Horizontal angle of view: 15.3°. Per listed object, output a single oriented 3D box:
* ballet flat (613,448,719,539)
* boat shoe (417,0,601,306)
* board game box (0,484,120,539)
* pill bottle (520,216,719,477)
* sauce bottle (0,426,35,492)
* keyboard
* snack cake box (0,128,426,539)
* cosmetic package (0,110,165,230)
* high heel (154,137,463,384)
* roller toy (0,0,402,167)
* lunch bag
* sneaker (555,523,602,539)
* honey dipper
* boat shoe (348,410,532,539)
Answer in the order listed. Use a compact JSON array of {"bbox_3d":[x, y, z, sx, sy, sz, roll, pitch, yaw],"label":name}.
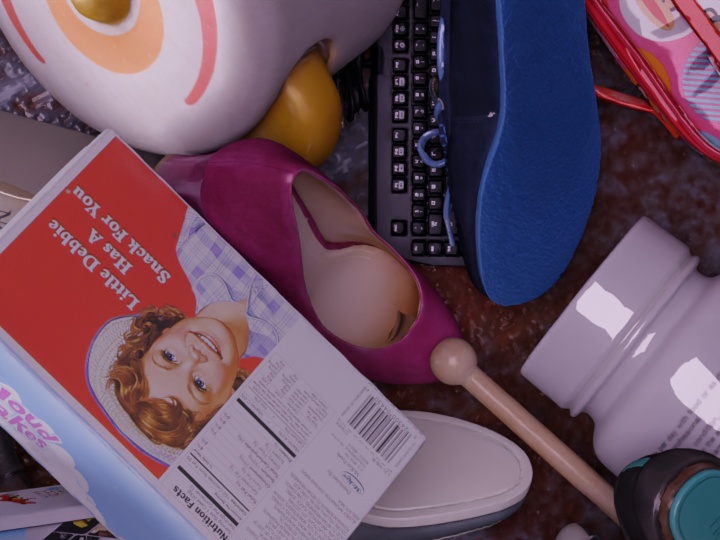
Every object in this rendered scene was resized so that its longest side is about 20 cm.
[{"bbox_3d":[0.170,0.161,1.199,0.068,0.068,0.200,-34,109,-23],"label":"ballet flat"},{"bbox_3d":[0.072,-0.085,1.265,0.084,0.069,0.200,-9,115,-32],"label":"boat shoe"},{"bbox_3d":[-0.126,0.159,1.207,0.200,0.035,0.126,-6,107,-28],"label":"board game box"},{"bbox_3d":[0.180,0.073,1.243,0.200,0.113,0.113,38,93,5],"label":"pill bottle"},{"bbox_3d":[-0.161,0.158,1.303,0.066,0.066,0.200,-18,87,5],"label":"sauce bottle"},{"bbox_3d":[0.028,-0.102,1.301,0.104,0.040,0.200,0,88,5],"label":"keyboard"},{"bbox_3d":[-0.084,0.051,1.172,0.200,0.067,0.115,45,60,-6],"label":"snack cake box"},{"bbox_3d":[-0.176,-0.016,1.285,0.200,0.073,0.104,15,124,8],"label":"cosmetic package"},{"bbox_3d":[0.000,0.000,1.229,0.200,0.096,0.067,41,67,-34],"label":"high heel"},{"bbox_3d":[-0.082,-0.150,1.228,0.182,0.140,0.200,18,130,33],"label":"roller toy"},{"bbox_3d":[0.165,-0.151,1.270,0.176,0.082,0.200,-37,85,9],"label":"lunch bag"},{"bbox_3d":[0.089,0.167,1.207,0.080,0.200,0.078,-28,88,-2],"label":"sneaker"},{"bbox_3d":[0.112,0.101,1.275,0.200,0.038,0.038,43,93,-2],"label":"honey dipper"},{"bbox_3d":[-0.016,0.117,1.301,0.200,0.073,0.062,-6,131,-1],"label":"boat shoe"}]
